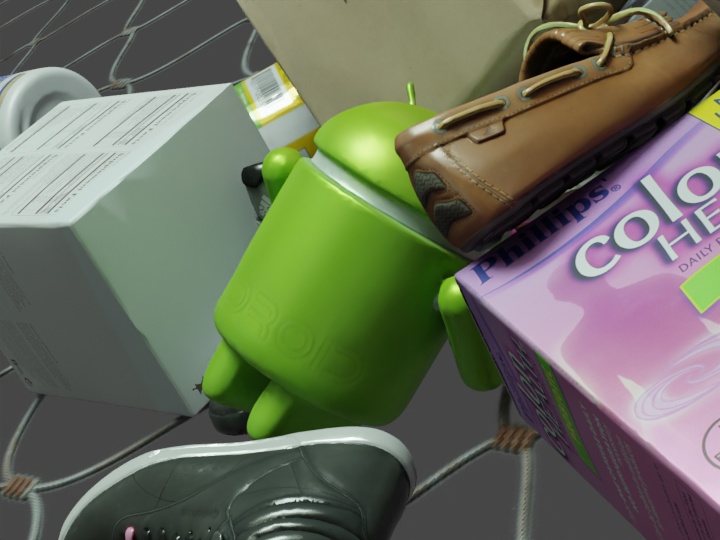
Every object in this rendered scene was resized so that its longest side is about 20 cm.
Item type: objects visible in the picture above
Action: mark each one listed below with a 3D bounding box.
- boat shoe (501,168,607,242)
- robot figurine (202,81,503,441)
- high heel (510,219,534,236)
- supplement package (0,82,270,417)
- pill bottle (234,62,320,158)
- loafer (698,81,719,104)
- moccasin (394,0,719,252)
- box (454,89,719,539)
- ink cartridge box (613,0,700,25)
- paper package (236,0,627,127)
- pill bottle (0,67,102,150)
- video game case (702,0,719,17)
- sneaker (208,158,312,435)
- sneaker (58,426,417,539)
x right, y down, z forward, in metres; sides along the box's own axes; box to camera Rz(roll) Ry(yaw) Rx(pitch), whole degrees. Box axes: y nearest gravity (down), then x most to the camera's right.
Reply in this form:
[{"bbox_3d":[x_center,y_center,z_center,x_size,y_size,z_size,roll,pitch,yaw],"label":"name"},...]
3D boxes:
[{"bbox_3d":[0.106,-0.038,0.819,0.071,0.070,0.200,-22,-10,-17],"label":"boat shoe"},{"bbox_3d":[0.000,0.000,0.784,0.175,0.115,0.201,36,99,41],"label":"robot figurine"},{"bbox_3d":[0.169,-0.029,0.735,0.200,0.096,0.067,-36,27,-11],"label":"high heel"},{"bbox_3d":[-0.157,-0.016,0.984,0.199,0.152,0.151,2,39,47],"label":"supplement package"},{"bbox_3d":[0.010,-0.121,1.047,0.199,0.111,0.111,-28,26,3],"label":"pill bottle"},{"bbox_3d":[0.232,-0.115,0.760,0.063,0.072,0.200,-17,-29,-38],"label":"loafer"},{"bbox_3d":[0.100,-0.084,0.684,0.201,0.078,0.074,-32,-7,-22],"label":"moccasin"},{"bbox_3d":[0.169,0.027,0.604,0.176,0.097,0.200,-34,34,-8],"label":"box"},{"bbox_3d":[0.205,-0.177,0.814,0.200,0.039,0.100,-43,6,43],"label":"ink cartridge box"},{"bbox_3d":[0.040,-0.168,0.884,0.103,0.191,0.200,-21,-18,-37],"label":"paper package"},{"bbox_3d":[-0.336,-0.120,1.394,0.199,0.120,0.120,-2,37,44],"label":"pill bottle"},{"bbox_3d":[0.227,-0.070,0.640,0.018,0.200,0.143,-51,25,6],"label":"video game case"},{"bbox_3d":[-0.053,-0.002,0.895,0.075,0.116,0.200,-8,33,38],"label":"sneaker"},{"bbox_3d":[-0.074,0.137,0.718,0.199,0.071,0.099,-15,24,20],"label":"sneaker"}]
